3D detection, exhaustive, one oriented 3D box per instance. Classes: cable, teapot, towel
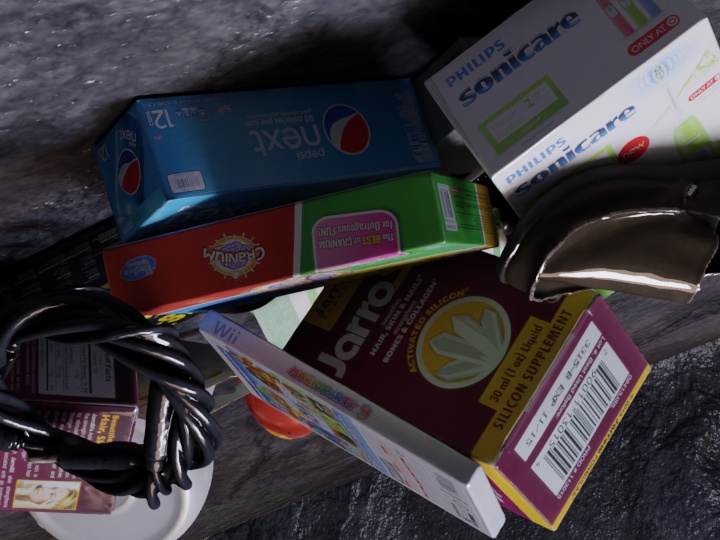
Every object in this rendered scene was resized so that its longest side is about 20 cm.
[{"bbox_3d":[-0.159,0.080,0.893,0.200,0.163,0.051,-35,-159,48],"label":"cable"},{"bbox_3d":[-0.222,0.160,1.419,0.198,0.199,0.146,7,-151,6],"label":"teapot"},{"bbox_3d":[0.017,0.015,1.158,0.198,0.024,0.153,-16,156,3],"label":"towel"}]

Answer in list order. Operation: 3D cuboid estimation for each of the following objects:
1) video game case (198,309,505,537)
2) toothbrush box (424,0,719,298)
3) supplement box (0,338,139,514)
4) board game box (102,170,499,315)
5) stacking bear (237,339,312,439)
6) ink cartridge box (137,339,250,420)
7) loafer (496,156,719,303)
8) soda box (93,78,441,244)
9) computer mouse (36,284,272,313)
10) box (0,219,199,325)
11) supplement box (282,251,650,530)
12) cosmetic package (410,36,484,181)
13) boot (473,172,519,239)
[{"bbox_3d":[-0.002,0.100,0.972,0.018,0.199,0.143,-57,159,-13],"label":"video game case"},{"bbox_3d":[0.148,-0.082,0.913,0.145,0.086,0.200,-36,146,6],"label":"toothbrush box"},{"bbox_3d":[-0.256,0.094,1.023,0.198,0.086,0.111,5,130,-17],"label":"supplement box"},{"bbox_3d":[-0.030,-0.013,0.906,0.198,0.041,0.153,-13,176,17],"label":"board game box"},{"bbox_3d":[-0.039,0.083,1.322,0.200,0.121,0.114,-38,150,-66],"label":"stacking bear"},{"bbox_3d":[-0.170,0.100,1.200,0.199,0.051,0.162,11,-160,31],"label":"ink cartridge box"},{"bbox_3d":[0.171,-0.018,0.871,0.199,0.072,0.073,-14,144,-25],"label":"loafer"},{"bbox_3d":[-0.053,-0.067,0.917,0.199,0.065,0.068,-9,163,-36],"label":"soda box"},{"bbox_3d":[-0.128,0.019,1.019,0.199,0.034,0.059,-11,164,-35],"label":"computer mouse"},{"bbox_3d":[-0.171,0.012,1.106,0.199,0.050,0.160,-24,168,18],"label":"box"},{"bbox_3d":[0.066,0.061,0.999,0.199,0.131,0.103,20,162,42],"label":"supplement box"},{"bbox_3d":[0.056,-0.089,1.014,0.082,0.051,0.200,-12,165,-32],"label":"cosmetic package"},{"bbox_3d":[0.111,-0.034,1.252,0.210,0.080,0.158,-34,167,22],"label":"boot"}]
